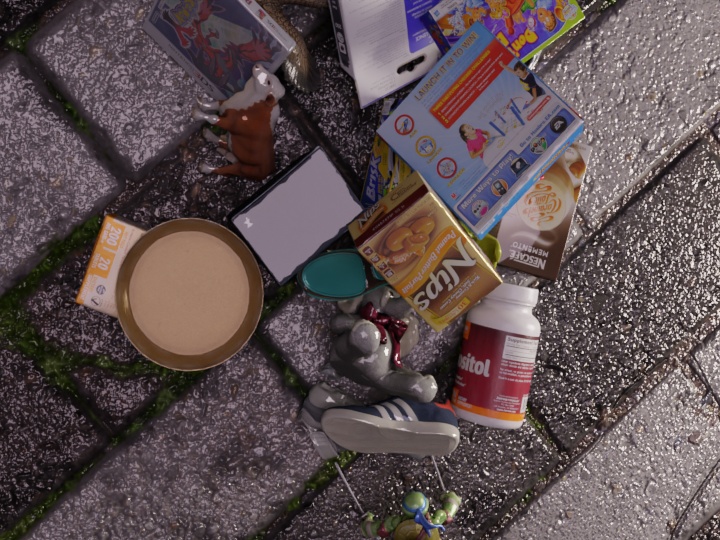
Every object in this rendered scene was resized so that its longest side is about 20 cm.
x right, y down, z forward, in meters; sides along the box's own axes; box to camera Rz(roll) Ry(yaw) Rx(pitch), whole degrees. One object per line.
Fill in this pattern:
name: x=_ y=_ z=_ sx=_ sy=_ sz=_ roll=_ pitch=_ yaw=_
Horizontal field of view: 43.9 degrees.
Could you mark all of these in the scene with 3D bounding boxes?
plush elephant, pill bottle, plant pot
plush elephant: x=0.030 y=0.083 z=1.268 sx=0.164 sy=0.199 sz=0.157 roll=38 pitch=64 yaw=-22
pill bottle: x=0.202 y=0.121 z=1.315 sx=0.110 sy=0.113 sz=0.205 roll=10 pitch=92 yaw=-11
plant pot: x=-0.229 y=0.032 z=1.199 sx=0.195 sy=0.027 sz=0.206 roll=-1 pitch=95 yaw=-12

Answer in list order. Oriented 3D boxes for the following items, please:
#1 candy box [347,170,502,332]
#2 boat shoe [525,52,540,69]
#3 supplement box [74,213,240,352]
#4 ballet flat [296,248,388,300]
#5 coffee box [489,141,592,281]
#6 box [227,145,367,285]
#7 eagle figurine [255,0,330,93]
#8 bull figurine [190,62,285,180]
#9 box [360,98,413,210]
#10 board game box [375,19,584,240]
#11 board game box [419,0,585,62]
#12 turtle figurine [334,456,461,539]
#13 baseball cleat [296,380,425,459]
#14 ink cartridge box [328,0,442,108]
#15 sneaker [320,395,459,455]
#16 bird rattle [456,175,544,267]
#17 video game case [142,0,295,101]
candy box: x=0.086 y=-0.020 z=1.148 sx=0.115 sy=0.056 sz=0.200 roll=-37 pitch=129 yaw=10
boat shoe: x=0.222 y=-0.311 z=1.311 sx=0.074 sy=0.065 sz=0.204 roll=36 pitch=87 yaw=-11
supplement box: x=-0.278 y=0.016 z=1.240 sx=0.196 sy=0.073 sz=0.129 roll=21 pitch=91 yaw=-11
ballet flat: x=0.000 y=0.000 z=1.222 sx=0.196 sy=0.070 sz=0.069 roll=-12 pitch=92 yaw=-20
coffee box: x=0.256 y=-0.098 z=1.325 sx=0.112 sy=0.080 sz=0.205 roll=14 pitch=91 yaw=-10
box: x=-0.091 y=-0.075 z=1.203 sx=0.148 sy=0.200 sz=0.108 roll=-39 pitch=99 yaw=-5
eagle figurine: x=-0.105 y=-0.358 z=1.214 sx=0.197 sy=0.152 sz=0.153 roll=27 pitch=53 yaw=-15
bull figurine: x=-0.160 y=-0.192 z=1.199 sx=0.118 sy=0.202 sz=0.066 roll=7 pitch=55 yaw=0
box: x=0.053 y=-0.139 z=1.283 sx=0.069 sy=0.064 sz=0.205 roll=12 pitch=93 yaw=-39
board game box: x=0.155 y=-0.183 z=1.173 sx=0.200 sy=0.056 sz=0.196 roll=-45 pitch=77 yaw=6
board game box: x=0.200 y=-0.355 z=1.254 sx=0.199 sy=0.045 sz=0.136 roll=-37 pitch=99 yaw=-10
turtle figurine: x=0.078 y=0.379 z=1.332 sx=0.142 sy=0.199 sz=0.198 roll=-21 pitch=119 yaw=-30
baseball cleat: x=-0.001 y=0.245 z=1.318 sx=0.197 sy=0.070 sz=0.108 roll=31 pitch=96 yaw=-2
ink cartridge box: x=0.052 y=-0.359 z=1.249 sx=0.196 sy=0.043 sz=0.203 roll=-30 pitch=132 yaw=-20
sneaker: x=0.041 y=0.206 z=1.261 sx=0.195 sy=0.086 sz=0.076 roll=9 pitch=134 yaw=-6
bird rattle: x=0.156 y=-0.102 z=1.264 sx=0.111 sy=0.162 sz=0.205 roll=18 pitch=91 yaw=-31
video game case: x=-0.192 y=-0.310 z=1.176 sx=0.182 sy=0.199 sz=0.023 roll=44 pitch=58 yaw=-9
